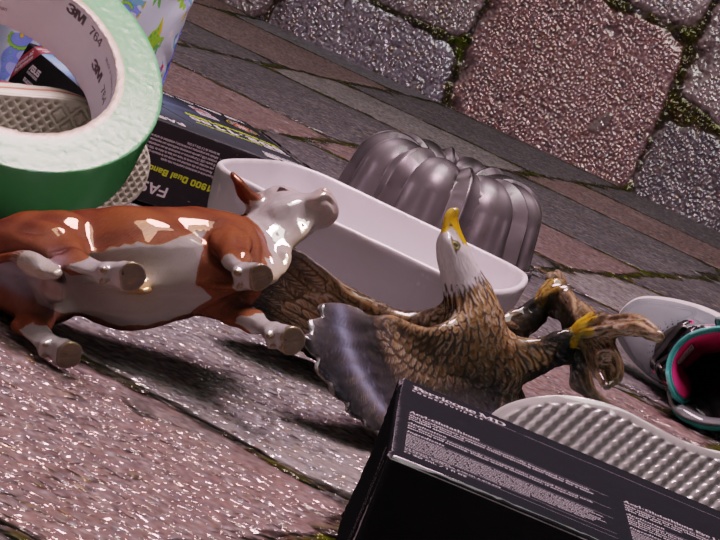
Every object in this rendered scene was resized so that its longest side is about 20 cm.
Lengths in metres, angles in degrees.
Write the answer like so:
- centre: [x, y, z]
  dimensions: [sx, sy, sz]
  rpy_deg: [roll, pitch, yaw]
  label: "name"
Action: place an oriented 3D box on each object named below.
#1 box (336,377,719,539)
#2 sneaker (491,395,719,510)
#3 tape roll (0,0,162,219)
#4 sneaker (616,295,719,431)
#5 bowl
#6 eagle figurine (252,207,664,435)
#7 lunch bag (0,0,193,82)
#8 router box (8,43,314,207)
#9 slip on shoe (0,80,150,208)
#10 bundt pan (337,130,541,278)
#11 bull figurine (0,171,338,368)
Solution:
- centre: [0.091, 0.128, 0.951]
  dimensions: [0.199, 0.079, 0.141]
  rpy_deg: [23, 12, -1]
  label: "box"
- centre: [0.150, 0.123, 1.233]
  dimensions: [0.199, 0.074, 0.082]
  rpy_deg: [17, -21, -6]
  label: "sneaker"
- centre: [-0.219, -0.119, 1.400]
  dimensions: [0.199, 0.048, 0.201]
  rpy_deg: [18, 44, -18]
  label: "tape roll"
- centre: [0.248, 0.067, 1.728]
  dimensions: [0.200, 0.084, 0.121]
  rpy_deg: [31, 2, 37]
  label: "sneaker"
- centre: [0.000, 0.000, 1.496]
  dimensions: [0.199, 0.075, 0.200]
  rpy_deg: [24, 9, 12]
  label: "bowl"
- centre: [0.041, 0.041, 1.296]
  dimensions: [0.199, 0.152, 0.152]
  rpy_deg: [-12, -22, -20]
  label: "eagle figurine"
- centre: [-0.221, -0.211, 1.878]
  dimensions: [0.199, 0.171, 0.127]
  rpy_deg: [13, 14, -45]
  label: "lunch bag"
- centre: [-0.146, -0.090, 1.694]
  dimensions: [0.199, 0.062, 0.150]
  rpy_deg: [18, 11, -31]
  label: "router box"
- centre: [-0.224, -0.087, 1.466]
  dimensions: [0.199, 0.074, 0.061]
  rpy_deg: [13, 9, -29]
  label: "slip on shoe"
- centre: [0.077, -0.067, 2.094]
  dimensions: [0.201, 0.076, 0.202]
  rpy_deg: [23, 8, -3]
  label: "bundt pan"
- centre: [-0.094, -0.001, 1.171]
  dimensions: [0.199, 0.066, 0.121]
  rpy_deg: [-7, 21, -22]
  label: "bull figurine"
